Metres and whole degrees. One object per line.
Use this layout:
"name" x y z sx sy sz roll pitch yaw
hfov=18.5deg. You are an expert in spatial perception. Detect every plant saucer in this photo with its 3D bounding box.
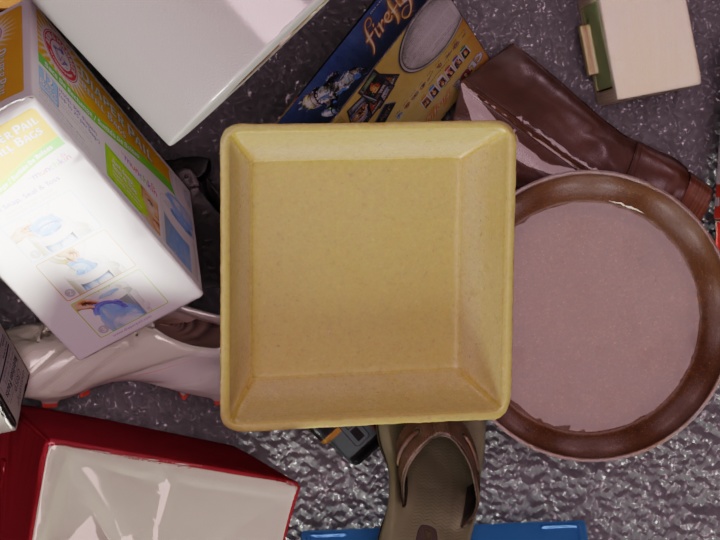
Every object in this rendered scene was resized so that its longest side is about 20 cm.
"plant saucer" 0.000 0.000 1.457 0.199 0.048 0.201 -2 99 -16
"plant saucer" 0.158 0.032 1.528 0.199 0.034 0.201 0 86 -2

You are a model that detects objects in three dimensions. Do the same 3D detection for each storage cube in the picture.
"storage cube" -0.160 0.197 1.481 0.199 0.180 0.172 12 90 -18

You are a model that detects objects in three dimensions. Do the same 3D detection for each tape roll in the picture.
"tape roll" -0.091 -0.194 1.353 0.203 0.203 0.139 -45 94 -3

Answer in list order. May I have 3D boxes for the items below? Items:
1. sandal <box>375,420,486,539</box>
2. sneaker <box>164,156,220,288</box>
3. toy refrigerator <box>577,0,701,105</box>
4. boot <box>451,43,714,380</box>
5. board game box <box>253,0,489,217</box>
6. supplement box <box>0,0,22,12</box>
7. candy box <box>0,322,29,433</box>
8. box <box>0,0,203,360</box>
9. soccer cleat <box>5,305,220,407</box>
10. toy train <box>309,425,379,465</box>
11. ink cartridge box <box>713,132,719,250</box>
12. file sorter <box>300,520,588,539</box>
"sandal" 0.053 0.138 1.488 0.080 0.057 0.202 10 64 -16
"sneaker" -0.148 -0.059 1.548 0.104 0.060 0.200 -31 100 10
"toy refrigerator" 0.184 -0.222 1.572 0.070 0.076 0.201 -12 92 -5
"boot" 0.128 -0.042 1.575 0.200 0.064 0.187 33 75 -8
"board game box" 0.000 -0.103 1.529 0.035 0.135 0.200 37 87 24
"supplement box" -0.153 -0.273 1.513 0.196 0.133 0.201 -1 91 -5
"candy box" -0.320 0.030 1.446 0.136 0.061 0.200 -12 127 14
"box" -0.199 -0.058 1.425 0.101 0.113 0.200 -27 131 13
"soccer cleat" -0.173 0.050 1.536 0.199 0.069 0.078 1 131 -3
"toy train" 0.018 0.043 1.563 0.200 0.085 0.114 -42 107 -6
"ink cartridge box" 0.313 -0.065 1.584 0.109 0.050 0.201 4 90 -23
"file sorter" 0.061 0.267 1.527 0.199 0.123 0.139 -2 47 -4
